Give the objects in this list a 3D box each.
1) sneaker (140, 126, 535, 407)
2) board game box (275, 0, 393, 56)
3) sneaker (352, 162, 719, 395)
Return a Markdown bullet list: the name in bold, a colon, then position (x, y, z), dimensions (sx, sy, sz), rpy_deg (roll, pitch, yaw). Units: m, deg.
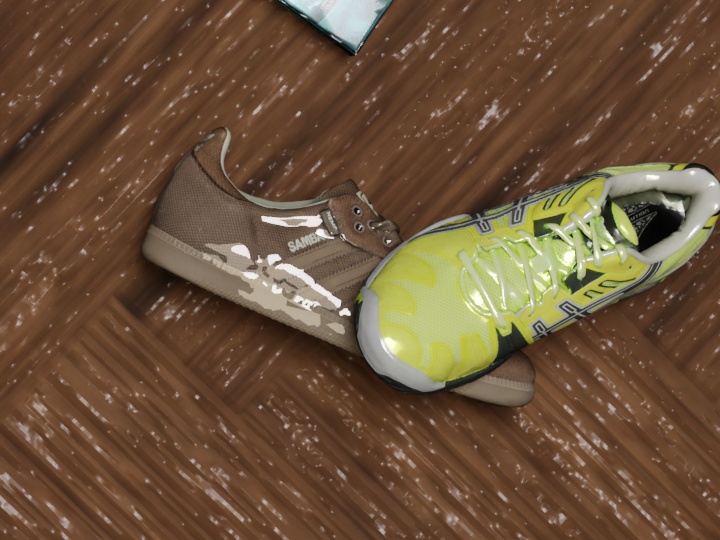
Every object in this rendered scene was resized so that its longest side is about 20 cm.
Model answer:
- **sneaker**: position (0.000, 0.000, 1.236), dimensions (0.199, 0.070, 0.076), rpy_deg (23, 89, -8)
- **board game box**: position (0.000, -0.221, 1.244), dimensions (0.135, 0.028, 0.201), rpy_deg (35, 89, -7)
- **sneaker**: position (0.081, -0.008, 1.206), dimensions (0.199, 0.076, 0.076), rpy_deg (-27, 83, -31)
